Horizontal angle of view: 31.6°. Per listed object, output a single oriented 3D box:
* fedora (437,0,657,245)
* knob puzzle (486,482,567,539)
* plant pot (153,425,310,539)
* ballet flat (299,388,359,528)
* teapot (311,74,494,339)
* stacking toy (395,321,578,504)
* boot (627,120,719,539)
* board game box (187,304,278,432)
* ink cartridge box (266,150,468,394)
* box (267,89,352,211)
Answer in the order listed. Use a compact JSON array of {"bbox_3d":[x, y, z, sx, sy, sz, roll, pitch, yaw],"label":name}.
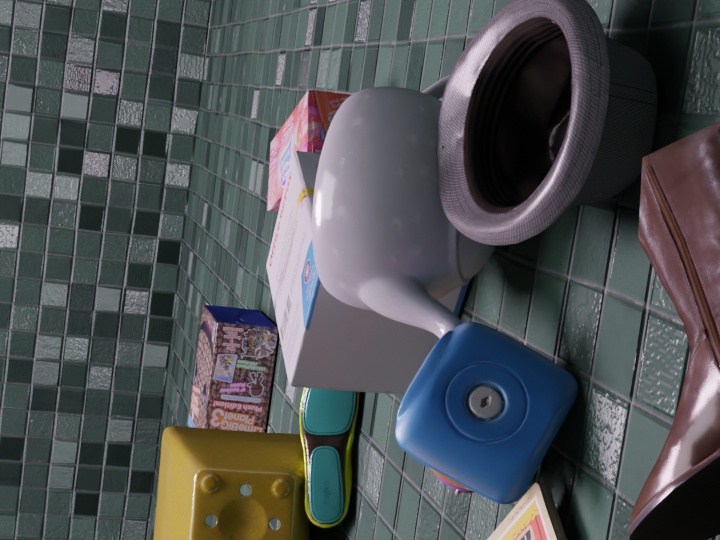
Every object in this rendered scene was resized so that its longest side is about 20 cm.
[{"bbox_3d":[0.139,-0.103,0.895,0.200,0.090,0.177,146,127,-60],"label":"fedora"},{"bbox_3d":[0.102,0.281,0.905,0.220,0.030,0.220,-43,40,51],"label":"knob puzzle"},{"bbox_3d":[-0.147,0.290,1.517,0.200,0.195,0.195,143,131,-80],"label":"plant pot"},{"bbox_3d":[-0.037,0.194,1.468,0.067,0.067,0.200,73,-160,-84],"label":"ballet flat"},{"bbox_3d":[0.056,-0.057,1.038,0.197,0.146,0.200,-37,-48,-68],"label":"teapot"},{"bbox_3d":[0.090,0.133,0.994,0.116,0.110,0.200,-57,-14,-20],"label":"stacking toy"},{"bbox_3d":[0.186,0.033,0.727,0.187,0.064,0.200,-56,32,33],"label":"boot"},{"bbox_3d":[-0.200,0.167,1.976,0.159,0.097,0.200,-152,69,-73],"label":"board game box"},{"bbox_3d":[0.000,0.000,1.245,0.200,0.146,0.147,-107,27,-53],"label":"ink cartridge box"},{"bbox_3d":[-0.042,-0.135,1.524,0.200,0.102,0.095,144,130,-68],"label":"box"}]
